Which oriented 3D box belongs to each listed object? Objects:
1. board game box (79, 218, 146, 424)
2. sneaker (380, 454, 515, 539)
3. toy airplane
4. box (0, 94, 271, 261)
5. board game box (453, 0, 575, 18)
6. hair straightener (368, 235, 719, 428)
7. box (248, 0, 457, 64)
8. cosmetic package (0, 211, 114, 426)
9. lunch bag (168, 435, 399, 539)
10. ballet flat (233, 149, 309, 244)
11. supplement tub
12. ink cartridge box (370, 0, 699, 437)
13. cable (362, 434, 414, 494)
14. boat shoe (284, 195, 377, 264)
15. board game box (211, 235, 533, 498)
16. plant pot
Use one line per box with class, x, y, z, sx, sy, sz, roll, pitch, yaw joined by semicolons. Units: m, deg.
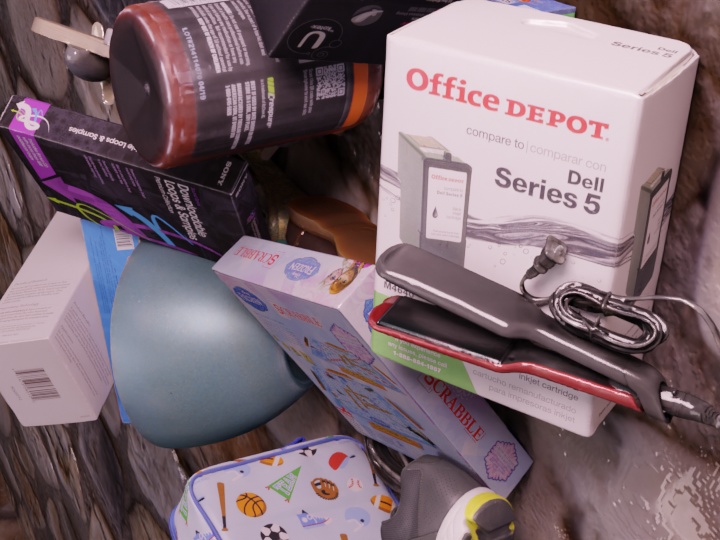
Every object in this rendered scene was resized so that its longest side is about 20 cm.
board game box;-0.185;0.020;1.077;0.056;0.196;0.201;-4;104;15
sneaker;0.050;0.215;0.794;0.085;0.074;0.201;46;130;39
toy airplane;-0.136;-0.150;0.877;0.200;0.199;0.142;45;129;37
box;-0.173;-0.065;0.882;0.199;0.036;0.143;16;157;12
board game box;0.072;-0.084;0.707;0.135;0.034;0.201;37;135;48
hair straightener;0.095;0.025;0.546;0.199;0.041;0.077;22;127;26
box;0.015;-0.223;0.619;0.200;0.106;0.123;-45;58;48
cosmetic package;-0.267;0.037;1.038;0.200;0.084;0.108;-76;-28;-50
lunch bag;-0.051;0.219;0.926;0.160;0.199;0.076;53;132;32
ballet flat;-0.106;-0.080;0.999;0.200;0.070;0.071;46;141;42
supplement tub;-0.059;-0.137;0.742;0.107;0.199;0.107;34;131;50
ink cartridge box;0.088;-0.032;0.606;0.145;0.084;0.201;19;124;28
cable;0.052;0.200;0.873;0.200;0.050;0.097;59;147;22
boat shoe;0.000;0.000;0.847;0.200;0.070;0.071;-142;51;-60
board game box;0.004;0.066;0.803;0.200;0.041;0.200;51;161;-27
plant pot;-0.109;0.059;0.981;0.134;0.200;0.201;-2;106;23
